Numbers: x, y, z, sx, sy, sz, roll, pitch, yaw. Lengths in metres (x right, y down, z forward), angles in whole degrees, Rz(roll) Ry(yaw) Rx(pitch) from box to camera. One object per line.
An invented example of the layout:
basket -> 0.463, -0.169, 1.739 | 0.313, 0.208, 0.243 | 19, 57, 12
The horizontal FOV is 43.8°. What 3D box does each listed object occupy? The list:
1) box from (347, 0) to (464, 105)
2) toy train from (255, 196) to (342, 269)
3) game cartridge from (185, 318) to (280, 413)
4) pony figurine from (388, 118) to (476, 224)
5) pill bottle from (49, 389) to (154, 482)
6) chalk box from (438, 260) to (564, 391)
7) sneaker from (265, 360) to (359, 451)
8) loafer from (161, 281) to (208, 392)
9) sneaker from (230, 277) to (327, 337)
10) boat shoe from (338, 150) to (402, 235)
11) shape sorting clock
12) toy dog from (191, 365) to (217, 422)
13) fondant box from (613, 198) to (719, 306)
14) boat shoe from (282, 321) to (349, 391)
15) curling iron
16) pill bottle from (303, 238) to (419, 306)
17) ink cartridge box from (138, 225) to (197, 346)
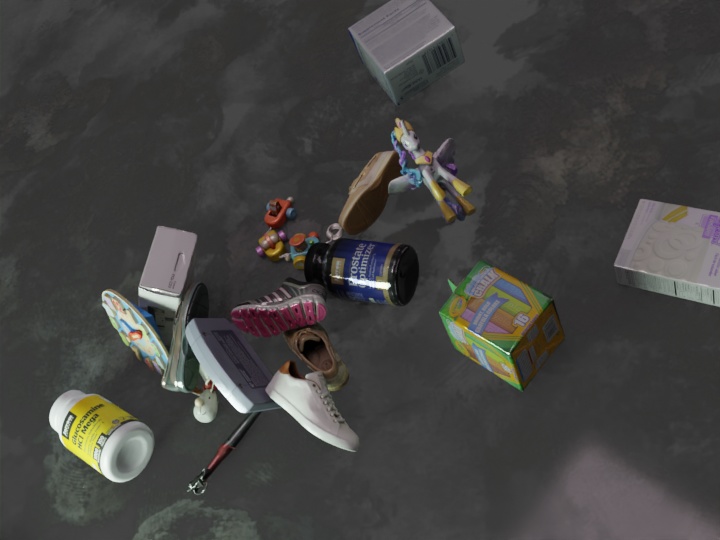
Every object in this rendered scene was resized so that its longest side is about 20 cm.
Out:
box -> 0.100, -0.495, 1.967 | 0.182, 0.105, 0.201 | -32, 50, 0
toy train -> -0.140, -0.086, 1.813 | 0.198, 0.056, 0.151 | 21, 67, 34
game cartridge -> -0.225, 0.167, 1.589 | 0.041, 0.133, 0.201 | -45, 67, 14
pony figurine -> 0.136, -0.183, 1.694 | 0.166, 0.193, 0.201 | -37, 69, -1
pill bottle -> -0.483, 0.298, 1.654 | 0.198, 0.113, 0.113 | 21, 67, 34
chalk box -> 0.217, 0.080, 1.491 | 0.199, 0.125, 0.124 | 30, 71, 38
sneaker -> -0.071, 0.225, 1.520 | 0.199, 0.073, 0.085 | 35, 95, 22
loafer -> -0.324, 0.119, 1.629 | 0.062, 0.072, 0.204 | -2, 72, 23
sneaker -> -0.143, 0.062, 1.647 | 0.197, 0.074, 0.088 | -13, 35, 23
boat shoe -> 0.014, -0.157, 1.792 | 0.069, 0.074, 0.201 | 17, 63, 45
shape sorting clock -> -0.426, 0.120, 1.701 | 0.199, 0.202, 0.039 | 28, 52, 37
toy dog -> -0.290, 0.169, 1.670 | 0.131, 0.097, 0.201 | -30, 50, 2
fondant box -> 0.535, -0.030, 1.470 | 0.197, 0.058, 0.146 | 15, 63, 30
boat shoe -> -0.089, 0.131, 1.628 | 0.071, 0.065, 0.200 | -40, 50, -8
curling iron -> -0.232, 0.315, 1.583 | 0.201, 0.026, 0.049 | -50, 15, -19
pill bottle -> 0.000, 0.000, 1.652 | 0.197, 0.112, 0.113 | 6, 59, 27
ink cartridge box -> -0.372, 0.033, 1.731 | 0.083, 0.201, 0.148 | 14, 56, -7
